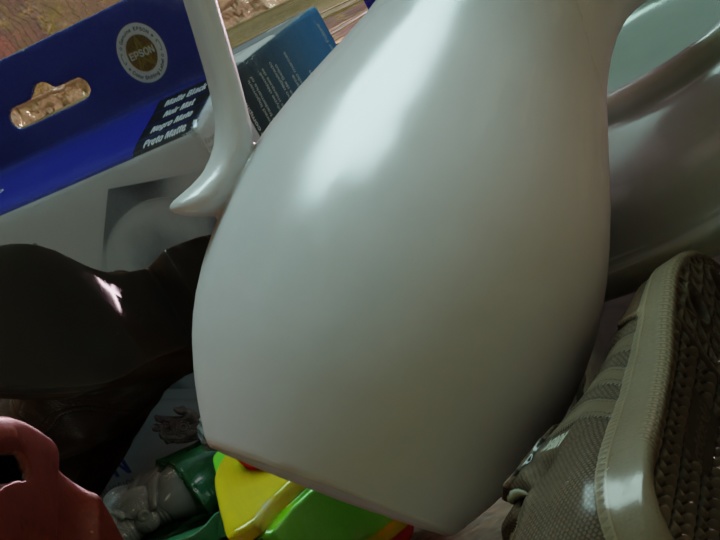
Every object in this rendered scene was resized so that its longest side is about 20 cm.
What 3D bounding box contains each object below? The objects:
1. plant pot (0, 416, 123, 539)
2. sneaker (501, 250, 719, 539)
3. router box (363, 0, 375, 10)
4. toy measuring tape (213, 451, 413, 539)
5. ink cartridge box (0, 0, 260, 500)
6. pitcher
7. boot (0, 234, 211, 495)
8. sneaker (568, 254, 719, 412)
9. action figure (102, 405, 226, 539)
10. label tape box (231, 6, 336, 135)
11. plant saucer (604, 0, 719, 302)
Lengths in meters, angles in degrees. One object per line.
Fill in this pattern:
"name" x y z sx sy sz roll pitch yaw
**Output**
"plant pot" -0.163 0.135 0.767 0.195 0.201 0.201 -17 13 17
"sneaker" 0.074 0.053 0.834 0.075 0.071 0.200 -30 7 22
"router box" 0.096 -0.149 1.429 0.179 0.200 0.049 -31 11 -17
"toy measuring tape" -0.007 0.081 0.942 0.073 0.074 0.200 -28 19 1
"ink cartridge box" -0.107 -0.001 1.235 0.199 0.200 0.041 -21 12 39
"pitcher" 0.001 -0.035 0.882 0.121 0.171 0.200 155 135 -81
"boot" -0.147 0.067 1.158 0.186 0.064 0.200 -6 -29 -44
"sneaker" 0.097 0.003 1.061 0.099 0.078 0.200 -23 18 -8
"action figure" -0.054 0.078 1.128 0.200 0.055 0.118 -27 6 -16
"label tape box" -0.046 -0.022 1.331 0.063 0.144 0.200 -23 11 27
"plant saucer" 0.106 -0.063 0.984 0.200 0.050 0.200 -30 18 11
